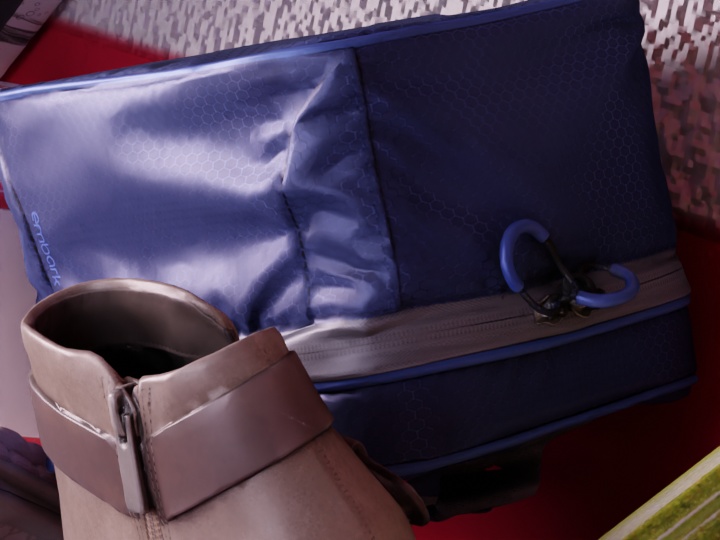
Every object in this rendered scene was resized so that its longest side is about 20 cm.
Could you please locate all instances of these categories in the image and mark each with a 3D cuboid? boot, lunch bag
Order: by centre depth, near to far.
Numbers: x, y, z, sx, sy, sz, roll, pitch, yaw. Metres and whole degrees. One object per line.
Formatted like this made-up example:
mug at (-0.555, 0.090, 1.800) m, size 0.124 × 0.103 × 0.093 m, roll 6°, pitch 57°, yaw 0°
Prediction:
boot at (-0.053, 0.074, 0.725) m, size 0.199 × 0.070 × 0.147 m, roll -2°, pitch 113°, yaw 49°
lunch bag at (0.000, 0.000, 0.783) m, size 0.200 × 0.135 × 0.133 m, roll -2°, pitch 99°, yaw 52°

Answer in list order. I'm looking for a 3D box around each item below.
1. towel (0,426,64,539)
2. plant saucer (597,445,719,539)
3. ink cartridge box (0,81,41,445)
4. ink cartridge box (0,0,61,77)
towel at (-0.151, 0.123, 0.866) m, size 0.191 × 0.200 × 0.032 m, roll -37°, pitch 61°, yaw 11°
plant saucer at (0.130, 0.090, 0.603) m, size 0.199 × 0.048 × 0.200 m, roll -38°, pitch 49°, yaw 1°
ink cartridge box at (-0.131, -0.010, 0.943) m, size 0.200 × 0.144 × 0.085 m, roll 26°, pitch 104°, yaw 49°
ink cartridge box at (-0.175, -0.135, 1.015) m, size 0.200 × 0.144 × 0.084 m, roll -45°, pitch 53°, yaw 39°
